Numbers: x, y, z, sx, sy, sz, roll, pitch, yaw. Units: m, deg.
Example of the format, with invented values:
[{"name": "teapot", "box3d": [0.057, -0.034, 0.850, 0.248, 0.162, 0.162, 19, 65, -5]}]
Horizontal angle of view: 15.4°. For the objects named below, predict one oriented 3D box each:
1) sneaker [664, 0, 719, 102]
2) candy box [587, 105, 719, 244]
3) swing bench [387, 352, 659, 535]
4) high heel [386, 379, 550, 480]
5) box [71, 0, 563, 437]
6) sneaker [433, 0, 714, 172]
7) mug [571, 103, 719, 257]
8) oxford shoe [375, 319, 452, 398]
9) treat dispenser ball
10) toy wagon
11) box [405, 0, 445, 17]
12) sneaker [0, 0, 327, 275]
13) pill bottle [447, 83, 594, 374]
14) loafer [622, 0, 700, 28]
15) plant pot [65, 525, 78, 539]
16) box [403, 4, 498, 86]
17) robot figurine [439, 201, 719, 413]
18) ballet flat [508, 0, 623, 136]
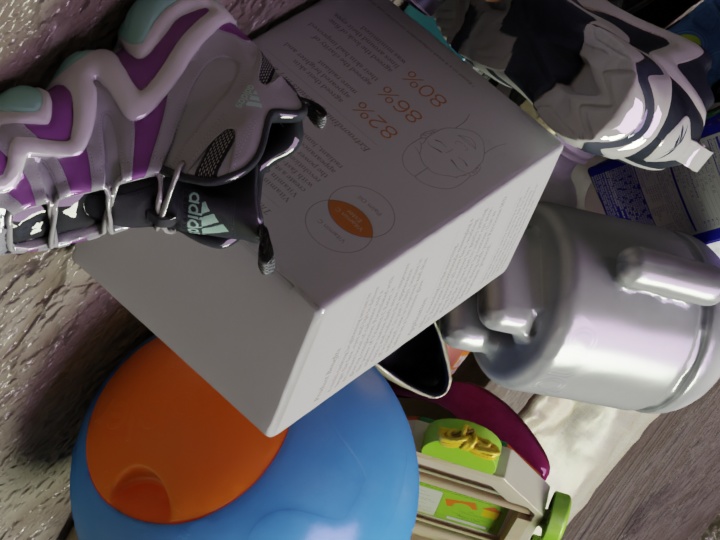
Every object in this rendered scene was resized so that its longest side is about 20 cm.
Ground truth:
[{"name": "sneaker", "box3d": [0.240, -0.149, 1.676, 0.200, 0.071, 0.083, -27, -174, 41]}, {"name": "candy box", "box3d": [0.262, -0.077, 1.666, 0.169, 0.077, 0.200, -25, -177, -22]}, {"name": "swing bench", "box3d": [0.087, 0.082, 1.822, 0.199, 0.200, 0.130, -53, 162, 11]}, {"name": "high heel", "box3d": [0.019, 0.106, 1.711, 0.096, 0.200, 0.067, -40, 144, -46]}, {"name": "box", "box3d": [-0.022, -0.036, 1.389, 0.200, 0.152, 0.106, -34, 157, -39]}, {"name": "sneaker", "box3d": [0.124, -0.118, 1.456, 0.130, 0.199, 0.080, 26, 103, -46]}, {"name": "mug", "box3d": [0.216, -0.043, 1.820, 0.148, 0.175, 0.200, -27, -170, 38]}, {"name": "oxford shoe", "box3d": [0.000, 0.000, 1.543, 0.071, 0.074, 0.200, -42, 132, 1]}, {"name": "treat dispenser ball", "box3d": [-0.066, 0.122, 1.532, 0.201, 0.201, 0.201, -43, 162, -18]}, {"name": "toy wagon", "box3d": [0.054, 0.137, 1.683, 0.200, 0.155, 0.040, 109, -3, -59]}, {"name": "box", "box3d": [0.061, -0.235, 1.346, 0.200, 0.050, 0.158, -50, 162, 3]}, {"name": "sneaker", "box3d": [-0.099, -0.035, 1.222, 0.200, 0.140, 0.078, -43, 162, -21]}, {"name": "pill bottle", "box3d": [0.063, -0.032, 1.670, 0.200, 0.112, 0.112, -53, 162, 13]}, {"name": "loafer", "box3d": [0.157, -0.150, 1.734, 0.200, 0.063, 0.072, -47, 165, -7]}, {"name": "plant pot", "box3d": [-0.100, 0.234, 1.732, 0.177, 0.200, 0.200, -44, 166, 25]}, {"name": "box", "box3d": [0.104, -0.195, 1.533, 0.200, 0.049, 0.082, -52, 163, 10]}, {"name": "robot figurine", "box3d": [0.143, 0.024, 1.599, 0.200, 0.113, 0.170, 11, 161, -29]}, {"name": "ballet flat", "box3d": [0.118, -0.136, 1.586, 0.066, 0.057, 0.200, -17, -152, 22]}]
